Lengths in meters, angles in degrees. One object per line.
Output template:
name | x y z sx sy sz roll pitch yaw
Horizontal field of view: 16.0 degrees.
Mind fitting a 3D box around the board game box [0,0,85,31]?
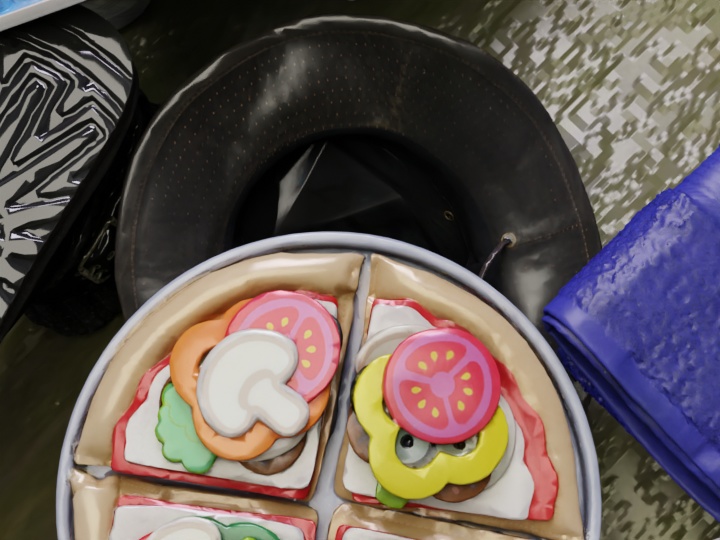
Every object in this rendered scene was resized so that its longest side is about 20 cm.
board game box | -0.049 -0.176 0.964 0.199 0.026 0.200 -19 31 13

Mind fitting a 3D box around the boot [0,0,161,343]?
boot | -0.146 0.002 0.981 0.079 0.158 0.211 39 81 7

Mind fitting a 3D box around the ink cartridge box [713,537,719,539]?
ink cartridge box | 0.120 0.209 0.887 0.145 0.084 0.200 43 75 1

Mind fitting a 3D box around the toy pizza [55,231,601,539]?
toy pizza | -0.012 0.085 0.925 0.199 0.032 0.201 0 88 1

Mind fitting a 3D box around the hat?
hat | 0.000 0.000 0.990 0.200 0.081 0.201 0 96 -3

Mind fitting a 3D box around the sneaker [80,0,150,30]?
sneaker | -0.188 -0.127 1.060 0.199 0.085 0.077 -16 73 6

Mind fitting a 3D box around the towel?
towel | 0.181 0.005 0.963 0.200 0.050 0.148 -44 91 -12
